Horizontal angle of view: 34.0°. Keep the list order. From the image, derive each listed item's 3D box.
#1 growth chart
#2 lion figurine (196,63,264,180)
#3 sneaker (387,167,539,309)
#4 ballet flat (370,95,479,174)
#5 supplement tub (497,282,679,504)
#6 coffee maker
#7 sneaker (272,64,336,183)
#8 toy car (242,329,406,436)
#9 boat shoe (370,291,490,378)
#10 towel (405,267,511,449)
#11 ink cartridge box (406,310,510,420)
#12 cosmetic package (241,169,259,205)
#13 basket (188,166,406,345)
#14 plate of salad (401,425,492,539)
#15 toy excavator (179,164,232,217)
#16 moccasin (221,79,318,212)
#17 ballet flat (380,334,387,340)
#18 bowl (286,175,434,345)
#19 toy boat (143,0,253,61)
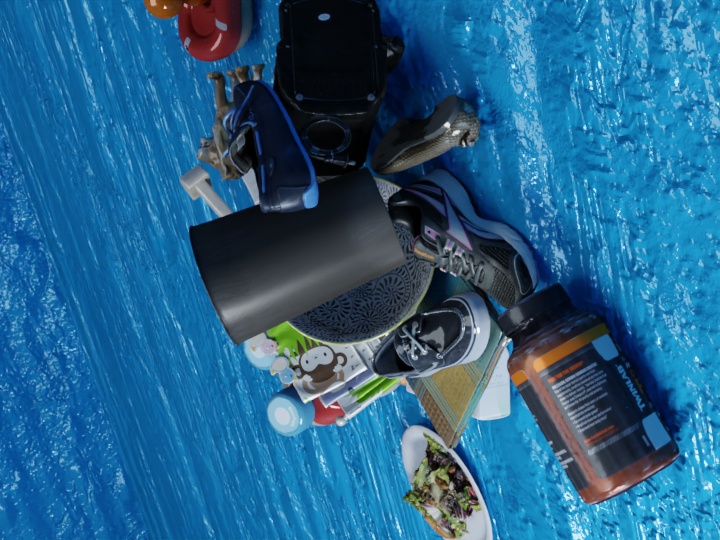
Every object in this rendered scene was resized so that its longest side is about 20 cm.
[{"bbox_3d":[-0.046,0.096,1.484,0.200,0.145,0.018,47,180,6],"label":"growth chart"},{"bbox_3d":[-0.136,-0.178,1.389,0.200,0.072,0.123,-44,-55,-71],"label":"lion figurine"},{"bbox_3d":[0.099,-0.022,1.237,0.200,0.086,0.080,45,142,36],"label":"sneaker"},{"bbox_3d":[0.068,-0.135,1.234,0.046,0.067,0.200,27,161,-19],"label":"ballet flat"},{"bbox_3d":[0.211,0.114,1.126,0.200,0.107,0.107,61,155,10],"label":"supplement tub"},{"bbox_3d":[-0.047,-0.175,1.279,0.135,0.192,0.200,20,160,1],"label":"coffee maker"},{"bbox_3d":[-0.071,-0.160,1.449,0.130,0.079,0.199,122,133,-70],"label":"sneaker"},{"bbox_3d":[-0.012,0.106,1.550,0.200,0.184,0.177,-17,94,34],"label":"toy car"},{"bbox_3d":[0.071,0.077,1.288,0.200,0.068,0.072,-34,68,60],"label":"boat shoe"},{"bbox_3d":[0.102,0.086,1.328,0.147,0.022,0.200,60,145,37],"label":"towel"},{"bbox_3d":[0.109,0.060,1.376,0.161,0.050,0.200,14,107,60],"label":"ink cartridge box"},{"bbox_3d":[-0.129,-0.119,1.581,0.083,0.051,0.200,61,177,5],"label":"cosmetic package"},{"bbox_3d":[-0.064,-0.022,1.256,0.180,0.200,0.136,-121,9,-81],"label":"basket"},{"bbox_3d":[0.106,0.302,1.579,0.200,0.048,0.200,46,149,38],"label":"plate of salad"},{"bbox_3d":[-0.161,-0.041,1.663,0.194,0.100,0.200,45,168,33],"label":"toy excavator"},{"bbox_3d":[-0.103,-0.131,1.186,0.200,0.068,0.080,-122,19,-49],"label":"moccasin"},{"bbox_3d":[0.033,0.005,1.439,0.046,0.067,0.200,-1,106,55],"label":"ballet flat"},{"bbox_3d":[0.000,0.000,1.356,0.201,0.201,0.094,53,-177,25],"label":"bowl"},{"bbox_3d":[-0.217,-0.359,1.515,0.131,0.131,0.200,47,150,35],"label":"toy boat"}]
